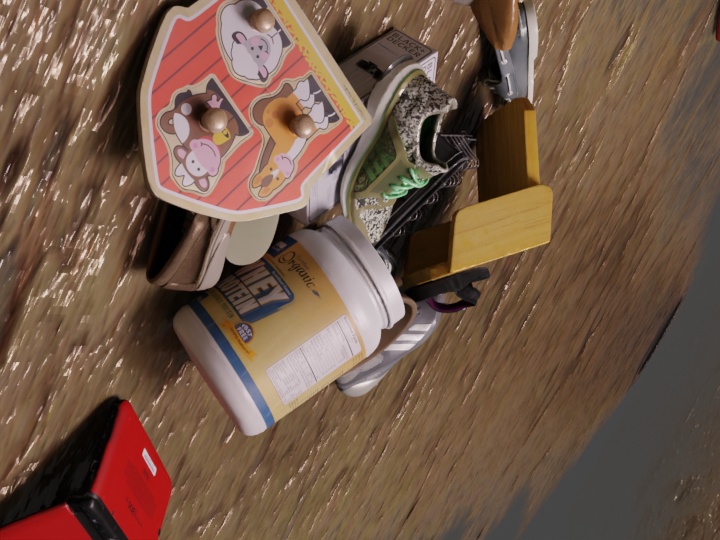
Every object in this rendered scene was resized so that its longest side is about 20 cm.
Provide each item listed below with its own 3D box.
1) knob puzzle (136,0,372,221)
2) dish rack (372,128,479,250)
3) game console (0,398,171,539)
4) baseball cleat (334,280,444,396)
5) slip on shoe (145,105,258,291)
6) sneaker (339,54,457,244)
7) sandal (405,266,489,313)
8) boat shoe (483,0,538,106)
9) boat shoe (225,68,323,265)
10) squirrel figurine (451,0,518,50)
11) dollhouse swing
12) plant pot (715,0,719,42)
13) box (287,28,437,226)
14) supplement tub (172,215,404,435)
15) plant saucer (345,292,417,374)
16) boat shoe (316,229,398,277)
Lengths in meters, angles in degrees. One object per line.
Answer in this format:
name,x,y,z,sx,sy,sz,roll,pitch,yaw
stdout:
knob puzzle,-0.096,-0.129,0.880,0.217,0.030,0.224,-5,99,-33
dish rack,0.070,-0.094,1.217,0.153,0.055,0.200,-43,171,19
game console,-0.284,0.243,1.087,0.201,0.117,0.174,81,17,-54
baseball cleat,0.039,0.078,1.407,0.201,0.069,0.107,-50,153,-17
slip on shoe,-0.142,-0.071,0.945,0.060,0.076,0.202,-3,127,-38
sneaker,0.040,-0.103,1.058,0.076,0.088,0.202,-26,140,-46
sandal,0.113,0.032,1.375,0.200,0.074,0.049,-14,86,-63
boat shoe,0.180,-0.253,1.328,0.061,0.074,0.201,-8,151,0
boat shoe,-0.088,-0.103,0.985,0.070,0.063,0.202,8,121,-29
squirrel figurine,0.143,-0.355,1.054,0.187,0.140,0.202,-45,154,-37
dollhouse swing,0.125,-0.092,1.309,0.179,0.179,0.200,-17,179,-14
plant pot,0.745,-0.507,1.872,0.201,0.199,0.177,-49,141,-15
box,-0.008,-0.148,1.093,0.199,0.060,0.118,-38,148,-35
supplement tub,-0.070,0.051,1.067,0.199,0.145,0.145,-34,148,-13
plant saucer,-0.025,0.080,1.263,0.198,0.030,0.201,-25,158,-11
boat shoe,0.000,0.000,1.247,0.073,0.061,0.199,-61,153,8
